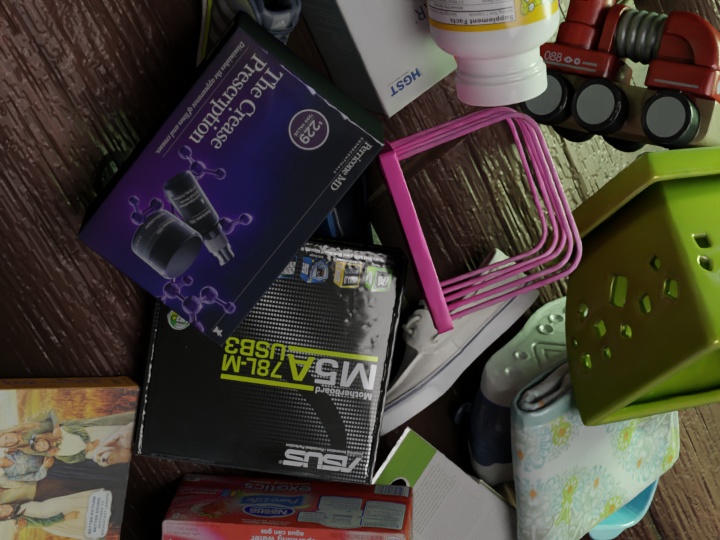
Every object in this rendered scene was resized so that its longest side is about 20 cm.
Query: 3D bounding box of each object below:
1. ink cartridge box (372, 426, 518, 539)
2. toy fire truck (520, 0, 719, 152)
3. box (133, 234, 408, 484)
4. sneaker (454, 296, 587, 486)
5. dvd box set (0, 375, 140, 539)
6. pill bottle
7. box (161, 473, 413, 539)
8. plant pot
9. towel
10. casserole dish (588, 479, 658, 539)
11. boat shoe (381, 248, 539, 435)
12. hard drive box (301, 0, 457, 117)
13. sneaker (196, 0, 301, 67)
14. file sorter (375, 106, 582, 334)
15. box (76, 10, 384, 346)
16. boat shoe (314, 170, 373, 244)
[{"bbox_3d":[0.047,0.236,1.611,0.200,0.076,0.148,41,80,-34],"label":"ink cartridge box"},{"bbox_3d":[0.251,-0.205,1.563,0.128,0.175,0.202,16,88,-61],"label":"toy fire truck"},{"bbox_3d":[-0.073,0.065,1.445,0.198,0.048,0.195,9,98,-8],"label":"box"},{"bbox_3d":[0.173,0.120,1.672,0.199,0.080,0.148,-31,139,-39],"label":"sneaker"},{"bbox_3d":[-0.273,0.156,1.394,0.198,0.029,0.148,2,103,-35],"label":"dvd box set"},{"bbox_3d":[0.099,-0.234,1.388,0.104,0.104,0.202,-21,115,-28],"label":"pill bottle"},{"bbox_3d":[-0.058,0.232,1.463,0.198,0.100,0.096,3,106,5],"label":"box"},{"bbox_3d":[0.283,0.005,1.520,0.197,0.200,0.183,-8,69,-32],"label":"plant pot"},{"bbox_3d":[0.213,0.149,1.620,0.199,0.048,0.173,-29,125,-32],"label":"towel"},{"bbox_3d":[0.248,0.161,1.742,0.120,0.039,0.202,5,101,-40],"label":"casserole dish"},{"bbox_3d":[0.068,0.059,1.584,0.200,0.071,0.070,-43,96,-12],"label":"boat shoe"},{"bbox_3d":[0.023,-0.253,1.443,0.155,0.077,0.201,-38,122,-18],"label":"hard drive box"},{"bbox_3d":[-0.083,-0.184,1.387,0.073,0.081,0.202,-19,114,-28],"label":"sneaker"},{"bbox_3d":[0.090,-0.050,1.409,0.124,0.200,0.140,-19,97,1],"label":"file sorter"},{"bbox_3d":[-0.096,-0.068,1.344,0.141,0.079,0.200,36,103,-13],"label":"box"},{"bbox_3d":[0.000,0.000,1.502,0.068,0.084,0.202,-22,118,-31],"label":"boat shoe"}]
